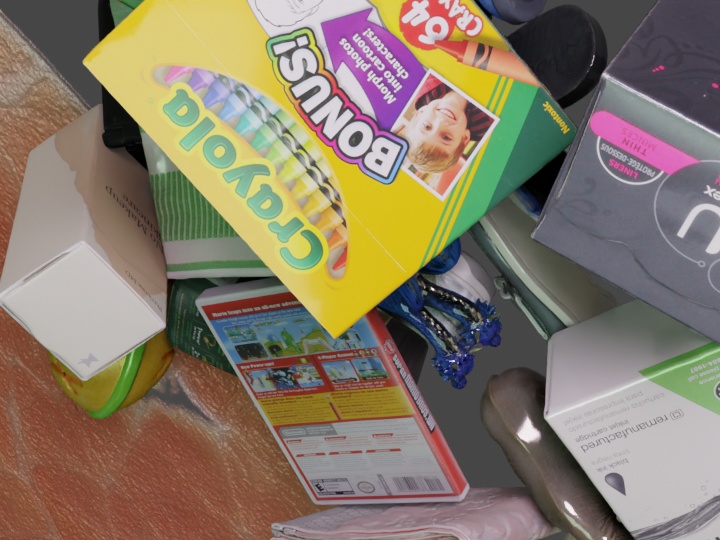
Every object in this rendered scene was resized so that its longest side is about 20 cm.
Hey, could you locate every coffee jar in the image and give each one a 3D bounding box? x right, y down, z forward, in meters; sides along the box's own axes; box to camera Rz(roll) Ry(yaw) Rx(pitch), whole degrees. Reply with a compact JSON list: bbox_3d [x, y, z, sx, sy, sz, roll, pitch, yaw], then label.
[{"bbox_3d":[-0.048,0.054,0.961,0.199,0.085,0.105,28,135,11],"label":"coffee jar"}]

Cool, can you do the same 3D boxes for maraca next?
[{"bbox_3d":[-0.198,0.037,1.028,0.106,0.138,0.200,7,135,-31],"label":"maraca"}]

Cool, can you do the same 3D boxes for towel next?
[{"bbox_3d":[0.059,0.187,0.930,0.190,0.199,0.033,-8,86,38],"label":"towel"},{"bbox_3d":[-0.094,-0.093,0.825,0.151,0.023,0.202,-3,104,35],"label":"towel"}]

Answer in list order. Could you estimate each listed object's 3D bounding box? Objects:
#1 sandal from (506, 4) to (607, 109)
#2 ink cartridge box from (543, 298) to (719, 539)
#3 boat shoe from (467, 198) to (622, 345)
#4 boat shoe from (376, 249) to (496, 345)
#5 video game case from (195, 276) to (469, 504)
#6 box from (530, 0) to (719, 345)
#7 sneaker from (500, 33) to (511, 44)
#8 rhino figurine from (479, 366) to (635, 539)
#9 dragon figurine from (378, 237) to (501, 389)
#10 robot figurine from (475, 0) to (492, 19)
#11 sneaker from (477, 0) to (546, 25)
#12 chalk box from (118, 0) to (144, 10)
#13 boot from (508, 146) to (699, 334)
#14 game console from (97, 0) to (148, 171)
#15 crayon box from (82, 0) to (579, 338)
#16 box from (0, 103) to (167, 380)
[{"bbox_3d":[0.060,-0.104,0.774,0.200,0.048,0.076,-34,58,34],"label":"sandal"},{"bbox_3d":[0.228,0.109,0.782,0.145,0.084,0.200,-26,116,26],"label":"ink cartridge box"},{"bbox_3d":[0.117,0.013,0.834,0.062,0.073,0.200,-31,108,39],"label":"boat shoe"},{"bbox_3d":[0.001,0.001,0.877,0.201,0.065,0.075,21,159,36],"label":"boat shoe"},{"bbox_3d":[-0.020,0.090,0.898,0.142,0.017,0.201,-9,120,37],"label":"video game case"},{"bbox_3d":[0.188,-0.076,0.630,0.122,0.200,0.107,29,134,10],"label":"box"},{"bbox_3d":[-0.009,-0.123,0.732,0.198,0.080,0.074,-7,152,5],"label":"sneaker"},{"bbox_3d":[0.149,0.148,0.853,0.060,0.087,0.201,-44,61,21],"label":"rhino figurine"},{"bbox_3d":[0.022,-0.013,0.751,0.099,0.059,0.201,17,145,42],"label":"dragon figurine"},{"bbox_3d":[0.041,-0.216,0.720,0.145,0.058,0.200,42,134,0],"label":"robot figurine"},{"bbox_3d":[0.037,-0.220,0.640,0.078,0.066,0.201,-8,115,44],"label":"sneaker"},{"bbox_3d":[-0.127,-0.247,0.740,0.200,0.124,0.125,35,141,41],"label":"chalk box"},{"bbox_3d":[0.151,-0.022,0.695,0.200,0.095,0.074,40,113,46],"label":"boot"},{"bbox_3d":[-0.080,-0.127,0.896,0.198,0.116,0.178,-2,91,33],"label":"game console"},{"bbox_3d":[-0.014,-0.095,0.655,0.172,0.058,0.200,-40,102,12],"label":"crayon box"},{"bbox_3d":[-0.196,-0.026,0.902,0.077,0.201,0.095,-31,124,13],"label":"box"}]
